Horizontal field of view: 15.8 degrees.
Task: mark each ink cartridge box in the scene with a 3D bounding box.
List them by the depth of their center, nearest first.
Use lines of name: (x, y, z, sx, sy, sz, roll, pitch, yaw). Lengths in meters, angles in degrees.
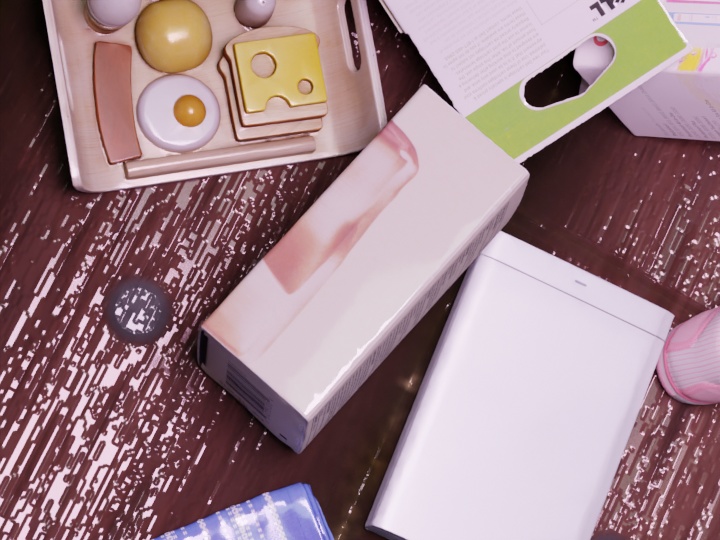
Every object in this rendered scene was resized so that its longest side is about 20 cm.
ink cartridge box: (0.092, -0.182, 1.554, 0.147, 0.076, 0.201, -33, 91, 20)
ink cartridge box: (0.226, -0.157, 1.582, 0.199, 0.125, 0.129, 5, 75, 25)

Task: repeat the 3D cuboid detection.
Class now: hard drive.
hard drive: (0.099, 0.091, 1.592, 0.131, 0.027, 0.201, 25, 76, -9)

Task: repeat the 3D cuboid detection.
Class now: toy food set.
toy food set: (-0.089, -0.133, 1.561, 0.199, 0.060, 0.144, -9, 83, -16)

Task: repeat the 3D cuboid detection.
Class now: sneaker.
sneaker: (0.289, 0.030, 1.612, 0.199, 0.105, 0.076, -19, 84, -18)

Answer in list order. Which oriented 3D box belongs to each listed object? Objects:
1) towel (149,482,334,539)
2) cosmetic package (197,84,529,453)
towel: (-0.092, 0.223, 1.521, 0.199, 0.024, 0.146, -21, 86, -17)
cosmetic package: (0.000, 0.000, 1.532, 0.087, 0.103, 0.200, 41, 74, 8)
